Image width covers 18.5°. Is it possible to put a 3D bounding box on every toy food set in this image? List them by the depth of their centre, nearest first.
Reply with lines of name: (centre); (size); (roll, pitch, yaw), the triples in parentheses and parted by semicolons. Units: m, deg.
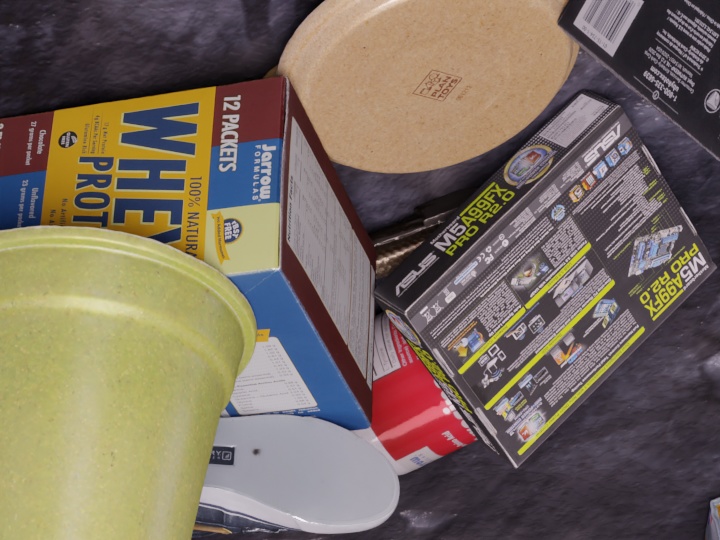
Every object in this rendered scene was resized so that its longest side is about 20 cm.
toy food set: (0.042, -0.128, 1.349); (0.197, 0.049, 0.200); (0, 142, -22)

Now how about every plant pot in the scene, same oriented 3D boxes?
plant pot: (-0.161, 0.106, 1.220); (0.200, 0.185, 0.201); (1, 148, 1)

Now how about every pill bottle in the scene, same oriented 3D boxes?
pill bottle: (0.047, 0.077, 1.578); (0.200, 0.113, 0.112); (-27, 144, 16)

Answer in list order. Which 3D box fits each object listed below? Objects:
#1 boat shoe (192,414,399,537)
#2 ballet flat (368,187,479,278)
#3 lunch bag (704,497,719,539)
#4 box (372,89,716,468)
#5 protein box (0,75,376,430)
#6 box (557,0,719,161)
boat shoe: (-0.077, 0.135, 1.383); (0.199, 0.071, 0.091); (9, 150, -1)
ballet flat: (0.000, 0.000, 1.493); (0.199, 0.067, 0.046); (-22, 107, 1)
lunch bag: (0.411, 0.277, 1.994); (0.199, 0.127, 0.170); (-4, 143, 0)
box: (0.124, 0.006, 1.456); (0.200, 0.044, 0.160); (-44, 125, -10)
protein box: (-0.110, 0.004, 1.357); (0.198, 0.135, 0.200); (-7, 147, 14)
box: (0.228, -0.135, 1.253); (0.114, 0.200, 0.132); (16, 111, -36)
